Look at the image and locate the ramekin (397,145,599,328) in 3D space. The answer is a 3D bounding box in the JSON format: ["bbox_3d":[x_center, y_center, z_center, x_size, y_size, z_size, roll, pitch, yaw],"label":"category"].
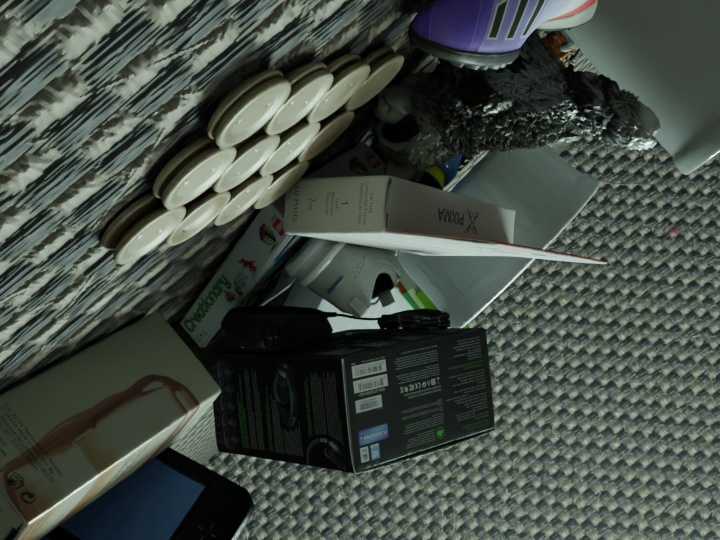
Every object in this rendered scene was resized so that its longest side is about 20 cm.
[{"bbox_3d":[0.127,-0.044,0.971,0.200,0.098,0.200,-45,176,-4],"label":"ramekin"}]

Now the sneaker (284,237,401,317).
[{"bbox_3d":[0.000,0.000,0.865,0.075,0.082,0.200,-44,175,22],"label":"sneaker"}]

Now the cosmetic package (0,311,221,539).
[{"bbox_3d":[-0.210,0.122,0.727,0.103,0.087,0.200,-47,172,37],"label":"cosmetic package"}]

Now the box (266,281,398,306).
[{"bbox_3d":[-0.054,0.043,1.143,0.200,0.095,0.078,-33,172,-44],"label":"box"}]

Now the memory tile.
[{"bbox_3d":[-0.059,-0.074,0.599,0.153,0.017,0.200,-44,174,30],"label":"memory tile"}]

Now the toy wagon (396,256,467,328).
[{"bbox_3d":[0.064,0.013,1.124,0.039,0.155,0.200,-35,-154,6],"label":"toy wagon"}]

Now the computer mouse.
[{"bbox_3d":[-0.018,0.049,0.833,0.198,0.034,0.059,1,-176,-14],"label":"computer mouse"}]

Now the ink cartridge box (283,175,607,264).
[{"bbox_3d":[0.070,-0.036,0.750,0.175,0.045,0.199,3,178,34],"label":"ink cartridge box"}]

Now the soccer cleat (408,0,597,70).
[{"bbox_3d":[0.100,-0.185,0.642,0.199,0.068,0.074,-30,145,-43],"label":"soccer cleat"}]

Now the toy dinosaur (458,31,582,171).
[{"bbox_3d":[0.156,-0.176,1.028,0.199,0.103,0.135,-24,166,25],"label":"toy dinosaur"}]

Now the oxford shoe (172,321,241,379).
[{"bbox_3d":[-0.145,0.094,0.975,0.073,0.085,0.200,-43,176,10],"label":"oxford shoe"}]

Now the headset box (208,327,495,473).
[{"bbox_3d":[-0.014,0.106,0.876,0.173,0.094,0.199,-7,-178,-43],"label":"headset box"}]

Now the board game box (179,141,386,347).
[{"bbox_3d":[-0.069,-0.019,0.855,0.126,0.035,0.200,-37,173,-43],"label":"board game box"}]

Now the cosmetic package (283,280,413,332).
[{"bbox_3d":[-0.030,0.085,1.047,0.051,0.151,0.201,6,-119,40],"label":"cosmetic package"}]

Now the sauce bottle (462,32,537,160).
[{"bbox_3d":[0.101,-0.148,0.869,0.066,0.066,0.200,-39,176,-17],"label":"sauce bottle"}]

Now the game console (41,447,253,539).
[{"bbox_3d":[-0.212,0.183,0.762,0.173,0.199,0.119,-55,155,-27],"label":"game console"}]

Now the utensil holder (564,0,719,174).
[{"bbox_3d":[0.274,-0.210,0.841,0.170,0.200,0.170,-41,174,-5],"label":"utensil holder"}]

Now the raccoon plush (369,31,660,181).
[{"bbox_3d":[0.103,-0.097,0.740,0.134,0.199,0.097,-48,-163,48],"label":"raccoon plush"}]

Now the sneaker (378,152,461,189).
[{"bbox_3d":[0.050,-0.098,0.898,0.079,0.066,0.200,-63,-173,-12],"label":"sneaker"}]
